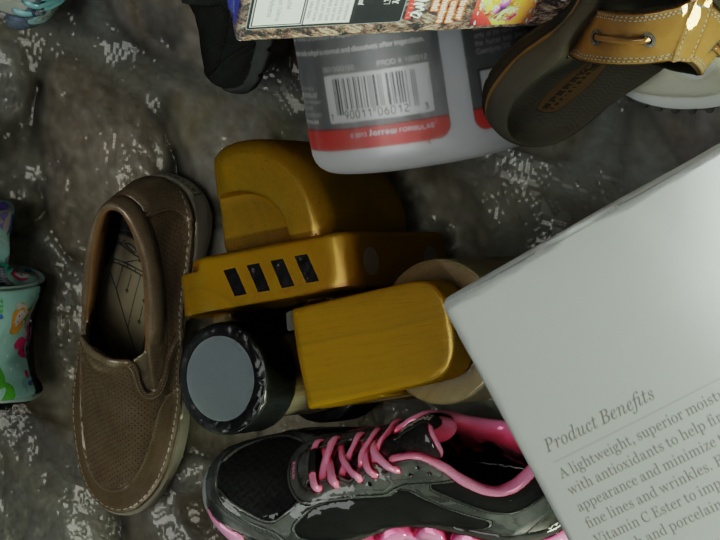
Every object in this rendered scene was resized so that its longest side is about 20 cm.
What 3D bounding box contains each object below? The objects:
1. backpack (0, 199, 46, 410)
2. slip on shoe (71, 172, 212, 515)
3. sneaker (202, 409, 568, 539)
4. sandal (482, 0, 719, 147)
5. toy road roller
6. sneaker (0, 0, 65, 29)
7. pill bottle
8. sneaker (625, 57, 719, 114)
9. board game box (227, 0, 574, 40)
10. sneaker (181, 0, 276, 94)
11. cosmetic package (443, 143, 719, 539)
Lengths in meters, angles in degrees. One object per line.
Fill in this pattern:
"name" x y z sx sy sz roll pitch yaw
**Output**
"backpack" -0.288 0.024 1.354 0.176 0.200 0.152 8 105 30
"slip on shoe" -0.130 0.045 1.346 0.076 0.060 0.201 24 113 24
"sneaker" 0.017 0.099 1.216 0.198 0.079 0.096 0 144 5
"sandal" 0.120 -0.102 1.047 0.200 0.081 0.055 -44 48 44
"toy road roller" 0.000 0.000 1.225 0.199 0.123 0.147 -10 86 33
"sneaker" -0.169 -0.179 1.321 0.199 0.077 0.087 2 115 38
"pill bottle" 0.018 -0.154 1.178 0.115 0.116 0.202 -4 99 31
"sneaker" 0.192 -0.132 1.084 0.198 0.071 0.094 -5 134 28
"board game box" 0.045 -0.187 1.028 0.160 0.198 0.097 109 153 -57
"sneaker" -0.086 -0.182 1.229 0.081 0.073 0.201 -10 121 -9
"cosmetic package" 0.177 0.050 1.101 0.164 0.165 0.201 -29 86 32
